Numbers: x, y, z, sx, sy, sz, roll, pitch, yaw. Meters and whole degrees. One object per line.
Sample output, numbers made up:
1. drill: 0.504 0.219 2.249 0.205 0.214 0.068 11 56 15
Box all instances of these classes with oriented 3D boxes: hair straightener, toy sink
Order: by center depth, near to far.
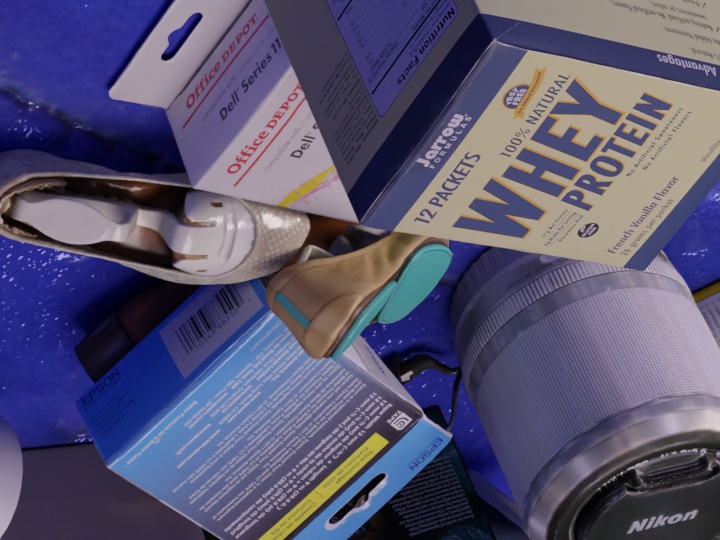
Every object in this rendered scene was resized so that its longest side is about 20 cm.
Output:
1. toy sink: -0.211 0.199 1.774 0.200 0.131 0.112 -6 140 -23
2. hair straightener: -0.010 0.125 1.819 0.200 0.077 0.041 -32 163 -8

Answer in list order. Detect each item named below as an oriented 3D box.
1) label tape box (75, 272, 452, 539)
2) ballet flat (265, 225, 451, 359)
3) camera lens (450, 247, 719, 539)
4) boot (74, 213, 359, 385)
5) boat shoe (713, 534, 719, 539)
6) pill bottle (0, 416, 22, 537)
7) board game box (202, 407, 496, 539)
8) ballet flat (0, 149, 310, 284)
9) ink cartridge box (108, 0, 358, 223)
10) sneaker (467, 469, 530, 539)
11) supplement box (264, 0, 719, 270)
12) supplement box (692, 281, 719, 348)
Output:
1. label tape box: -0.056 0.093 1.686 0.143 0.066 0.200 -43 138 9
2. ballet flat: 0.000 0.000 1.623 0.069 0.063 0.200 -57 171 18
3. camera lens: 0.157 0.082 1.761 0.160 0.200 0.160 -14 143 -11
4. boot: -0.057 0.031 1.725 0.200 0.069 0.188 -37 136 5
5. boat shoe: 0.224 0.211 2.070 0.200 0.064 0.071 8 134 -34
6. pill bottle: -0.305 0.107 1.623 0.200 0.114 0.114 20 126 -43
7. board game box: -0.018 0.177 1.842 0.200 0.135 0.028 -16 142 -9
8. ballet flat: -0.123 -0.023 1.558 0.200 0.062 0.068 7 105 -15
9. ink cartridge box: -0.028 -0.095 1.556 0.200 0.067 0.117 11 133 -37
10. sneaker: 0.028 0.187 1.928 0.200 0.146 0.081 12 116 21
11. supplement box: 0.079 -0.127 1.462 0.200 0.200 0.134 8 134 -35
12. supplement box: 0.239 0.094 1.895 0.200 0.109 0.110 -26 143 4
